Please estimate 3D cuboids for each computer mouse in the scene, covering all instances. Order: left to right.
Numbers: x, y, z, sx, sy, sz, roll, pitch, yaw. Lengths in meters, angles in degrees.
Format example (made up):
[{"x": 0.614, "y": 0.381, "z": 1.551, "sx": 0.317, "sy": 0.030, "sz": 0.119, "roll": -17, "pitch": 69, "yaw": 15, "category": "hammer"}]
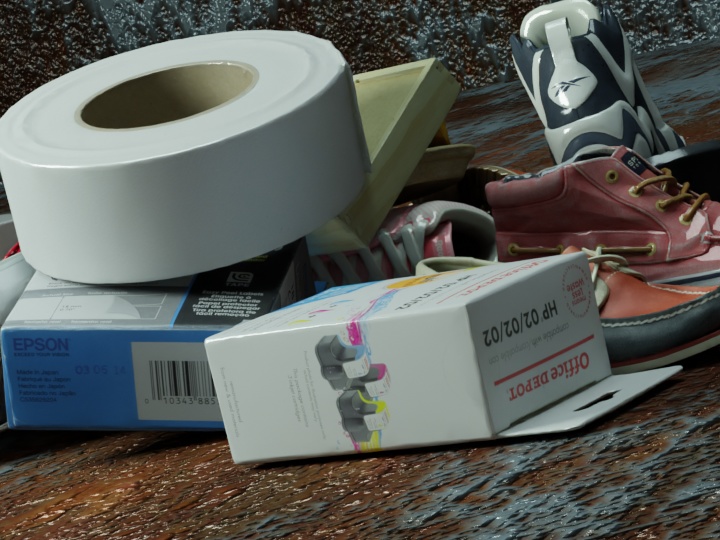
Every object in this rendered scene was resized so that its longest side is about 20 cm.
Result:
[{"x": 0.209, "y": -0.044, "z": 1.879, "sx": 0.138, "sy": 0.053, "sz": 0.200, "roll": -17, "pitch": -5, "yaw": 11, "category": "computer mouse"}]

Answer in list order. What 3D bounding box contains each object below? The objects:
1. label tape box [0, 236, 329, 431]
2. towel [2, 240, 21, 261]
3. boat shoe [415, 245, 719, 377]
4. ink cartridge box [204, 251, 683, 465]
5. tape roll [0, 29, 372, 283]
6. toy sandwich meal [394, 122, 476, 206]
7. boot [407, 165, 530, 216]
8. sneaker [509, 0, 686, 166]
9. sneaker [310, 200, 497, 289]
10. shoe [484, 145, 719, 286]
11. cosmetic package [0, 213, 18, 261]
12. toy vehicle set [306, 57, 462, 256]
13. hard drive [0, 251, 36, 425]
[{"x": -0.104, "y": 0.018, "z": 1.611, "sx": 0.143, "sy": 0.064, "sz": 0.200, "roll": 0, "pitch": 23, "yaw": 9, "category": "label tape box"}, {"x": -0.221, "y": 0.024, "z": 1.819, "sx": 0.200, "sy": 0.022, "sz": 0.145, "roll": -47, "pitch": -8, "yaw": 23, "category": "towel"}, {"x": 0.106, "y": 0.019, "z": 1.483, "sx": 0.199, "sy": 0.063, "sz": 0.071, "roll": -5, "pitch": 9, "yaw": 45, "category": "boat shoe"}, {"x": 0.040, "y": 0.040, "z": 1.407, "sx": 0.199, "sy": 0.068, "sz": 0.115, "roll": -8, "pitch": 9, "yaw": 36, "category": "ink cartridge box"}, {"x": -0.098, "y": -0.066, "z": 1.613, "sx": 0.201, "sy": 0.071, "sz": 0.203, "roll": -11, "pitch": 21, "yaw": 4, "category": "tape roll"}, {"x": -0.020, "y": -0.071, "z": 1.859, "sx": 0.204, "sy": 0.071, "sz": 0.205, "roll": -15, "pitch": -3, "yaw": -1, "category": "toy sandwich meal"}, {"x": 0.112, "y": -0.037, "z": 1.913, "sx": 0.106, "sy": 0.076, "sz": 0.200, "roll": -10, "pitch": 4, "yaw": -18, "category": "boot"}, {"x": 0.154, "y": -0.120, "z": 1.916, "sx": 0.079, "sy": 0.131, "sz": 0.199, "roll": -18, "pitch": -5, "yaw": 21, "category": "sneaker"}, {"x": 0.000, "y": 0.000, "z": 1.782, "sx": 0.199, "sy": 0.076, "sz": 0.104, "roll": -12, "pitch": 0, "yaw": -30, "category": "sneaker"}, {"x": 0.168, "y": -0.027, "z": 1.613, "sx": 0.199, "sy": 0.092, "sz": 0.071, "roll": -11, "pitch": 7, "yaw": 15, "category": "shoe"}, {"x": -0.284, "y": 0.019, "z": 2.057, "sx": 0.090, "sy": 0.108, "sz": 0.199, "roll": -17, "pitch": 9, "yaw": -35, "category": "cosmetic package"}, {"x": -0.040, "y": -0.059, "z": 1.724, "sx": 0.199, "sy": 0.027, "sz": 0.125, "roll": -8, "pitch": 43, "yaw": 50, "category": "toy vehicle set"}, {"x": -0.203, "y": 0.041, "z": 1.697, "sx": 0.026, "sy": 0.132, "sz": 0.200, "roll": 33, "pitch": 20, "yaw": 9, "category": "hard drive"}]
